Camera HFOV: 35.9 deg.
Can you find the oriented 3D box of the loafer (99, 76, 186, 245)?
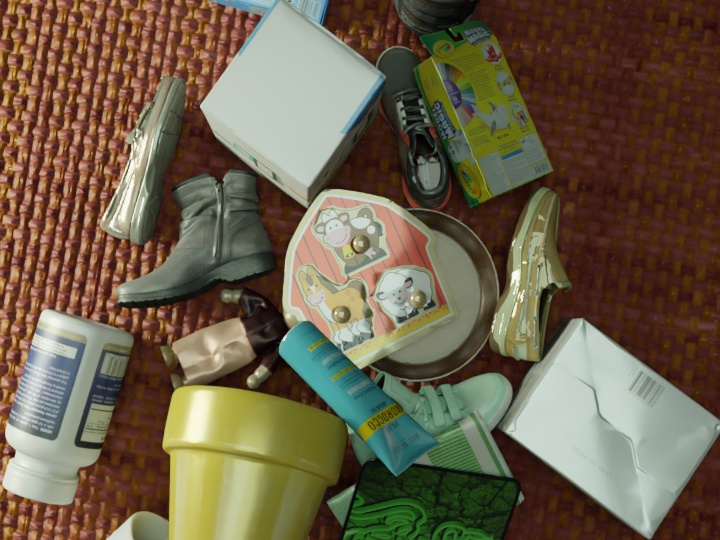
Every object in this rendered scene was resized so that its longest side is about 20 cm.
[{"bbox_3d":[-0.257,-0.134,1.306,0.062,0.072,0.204,14,89,7],"label":"loafer"}]

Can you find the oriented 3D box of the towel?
[{"bbox_3d":[0.077,0.260,1.268,0.198,0.023,0.154,-30,121,-1],"label":"towel"}]

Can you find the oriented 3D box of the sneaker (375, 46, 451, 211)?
[{"bbox_3d":[0.069,-0.172,1.305,0.076,0.082,0.203,-17,87,-2],"label":"sneaker"}]

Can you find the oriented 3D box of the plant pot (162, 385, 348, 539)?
[{"bbox_3d":[-0.125,0.242,1.198,0.197,0.201,0.192,10,73,0],"label":"plant pot"}]

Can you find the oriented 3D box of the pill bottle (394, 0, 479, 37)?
[{"bbox_3d":[0.094,-0.339,1.258,0.104,0.200,0.108,0,86,-1],"label":"pill bottle"}]

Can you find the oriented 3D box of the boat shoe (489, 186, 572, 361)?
[{"bbox_3d":[0.212,0.007,1.293,0.075,0.071,0.204,14,92,30],"label":"boat shoe"}]

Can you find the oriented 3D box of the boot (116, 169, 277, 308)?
[{"bbox_3d":[-0.203,-0.037,1.304,0.197,0.070,0.134,-16,85,-14],"label":"boot"}]

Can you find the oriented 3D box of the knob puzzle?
[{"bbox_3d":[0.000,0.000,1.271,0.215,0.030,0.224,0,88,-7],"label":"knob puzzle"}]

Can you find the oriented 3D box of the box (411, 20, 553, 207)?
[{"bbox_3d":[0.137,-0.187,1.296,0.116,0.048,0.203,-22,90,-37],"label":"box"}]

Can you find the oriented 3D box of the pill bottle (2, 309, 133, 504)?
[{"bbox_3d":[-0.337,0.155,1.260,0.109,0.111,0.203,17,86,0],"label":"pill bottle"}]

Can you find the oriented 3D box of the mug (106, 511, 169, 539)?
[{"bbox_3d":[-0.246,0.398,1.240,0.175,0.148,0.200,-43,118,7],"label":"mug"}]

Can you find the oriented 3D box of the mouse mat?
[{"bbox_3d":[0.075,0.295,1.257,0.197,0.008,0.163,11,108,-17],"label":"mouse mat"}]

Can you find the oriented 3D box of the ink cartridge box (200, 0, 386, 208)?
[{"bbox_3d":[-0.073,-0.179,1.244,0.145,0.200,0.148,36,86,0],"label":"ink cartridge box"}]

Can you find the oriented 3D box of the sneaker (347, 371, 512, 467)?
[{"bbox_3d":[0.075,0.152,1.261,0.198,0.074,0.119,-27,130,-2],"label":"sneaker"}]

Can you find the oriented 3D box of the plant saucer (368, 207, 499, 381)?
[{"bbox_3d":[0.065,0.029,1.316,0.196,0.034,0.204,0,87,-2],"label":"plant saucer"}]

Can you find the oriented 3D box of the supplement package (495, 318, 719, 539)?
[{"bbox_3d":[0.279,0.175,1.271,0.199,0.111,0.157,36,87,1],"label":"supplement package"}]

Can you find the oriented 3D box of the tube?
[{"bbox_3d":[-0.007,0.137,1.200,0.077,0.051,0.200,-28,60,-38],"label":"tube"}]

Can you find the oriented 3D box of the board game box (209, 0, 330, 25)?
[{"bbox_3d":[-0.092,-0.407,1.341,0.149,0.037,0.204,15,86,0],"label":"board game box"}]

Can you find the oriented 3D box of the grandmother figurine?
[{"bbox_3d":[-0.131,0.076,1.299,0.197,0.061,0.123,-21,86,-5],"label":"grandmother figurine"}]
